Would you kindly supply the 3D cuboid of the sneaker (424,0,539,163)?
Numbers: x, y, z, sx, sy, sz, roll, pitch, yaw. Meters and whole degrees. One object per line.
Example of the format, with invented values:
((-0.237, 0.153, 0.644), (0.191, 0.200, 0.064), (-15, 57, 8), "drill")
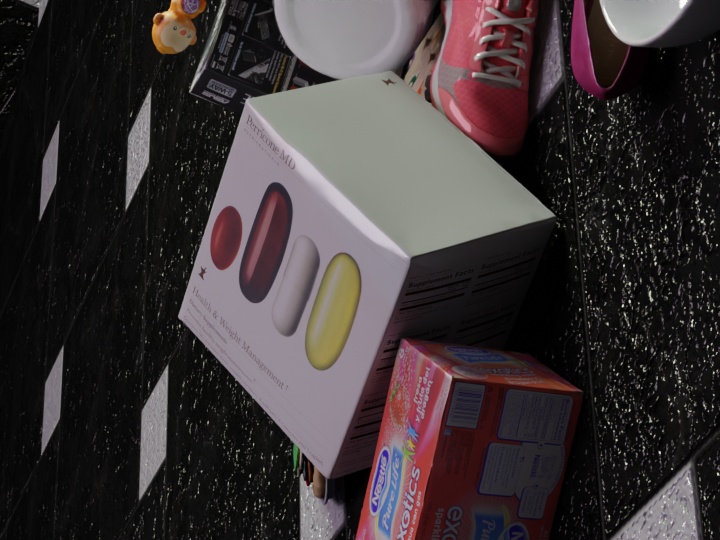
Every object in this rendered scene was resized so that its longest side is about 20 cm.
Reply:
((0.095, -0.174, 1.686), (0.087, 0.073, 0.201), (126, 149, -53), "sneaker")

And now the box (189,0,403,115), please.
((-0.036, -0.208, 1.913), (0.050, 0.157, 0.201), (133, 156, -61), "box")

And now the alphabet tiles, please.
((0.039, -0.135, 1.875), (0.196, 0.015, 0.200), (-61, 15, 17), "alphabet tiles")

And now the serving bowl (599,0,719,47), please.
((0.208, -0.225, 1.358), (0.200, 0.066, 0.201), (-171, 90, -73), "serving bowl")

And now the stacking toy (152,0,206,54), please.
((-0.115, -0.264, 1.844), (0.110, 0.116, 0.201), (21, 85, 48), "stacking toy")

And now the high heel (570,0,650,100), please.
((0.162, -0.210, 1.460), (0.096, 0.067, 0.201), (-69, -11, -76), "high heel")

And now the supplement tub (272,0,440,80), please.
((0.015, -0.239, 1.810), (0.200, 0.122, 0.123), (-59, -8, -56), "supplement tub")

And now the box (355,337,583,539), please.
((0.066, 0.156, 1.546), (0.095, 0.102, 0.201), (-142, 62, -65), "box")

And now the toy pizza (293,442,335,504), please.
((-0.048, 0.100, 1.976), (0.200, 0.032, 0.201), (175, 90, -84), "toy pizza")

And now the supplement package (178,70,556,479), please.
((0.000, 0.000, 1.648), (0.191, 0.147, 0.201), (44, 130, 31), "supplement package")
